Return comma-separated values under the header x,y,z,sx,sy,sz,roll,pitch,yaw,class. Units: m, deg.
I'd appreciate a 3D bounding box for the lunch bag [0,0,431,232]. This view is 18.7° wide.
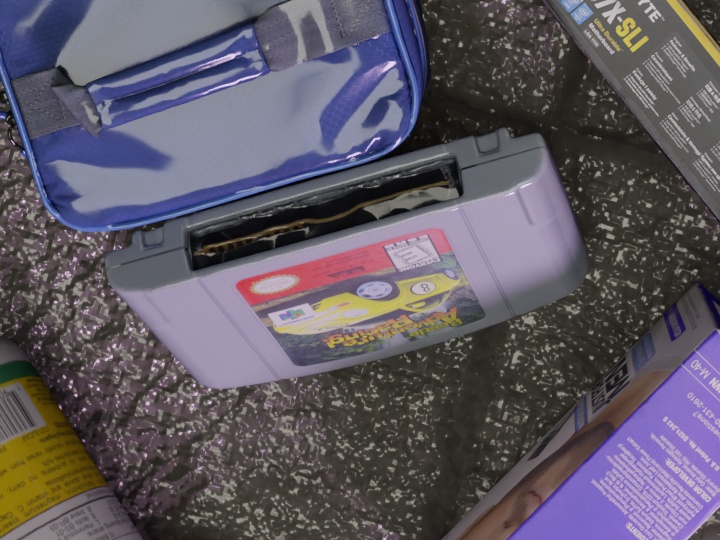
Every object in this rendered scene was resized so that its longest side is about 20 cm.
x,y,z,sx,sy,sz,roll,pitch,yaw,class
-0.072,-0.100,0.971,0.199,0.132,0.136,-17,99,6,lunch bag

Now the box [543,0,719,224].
x,y,z,sx,sy,sz,roll,pitch,yaw,class
0.154,-0.064,0.949,0.049,0.160,0.200,-39,95,9,box

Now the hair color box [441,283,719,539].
x,y,z,sx,sy,sz,roll,pitch,yaw,class
0.110,0.104,1.009,0.065,0.109,0.200,41,100,-4,hair color box

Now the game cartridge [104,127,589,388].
x,y,z,sx,sy,sz,roll,pitch,yaw,class
0.000,0.000,0.989,0.199,0.133,0.041,-15,67,10,game cartridge

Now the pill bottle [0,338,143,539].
x,y,z,sx,sy,sz,roll,pitch,yaw,class
-0.155,0.142,1.009,0.113,0.113,0.200,-36,80,9,pill bottle
